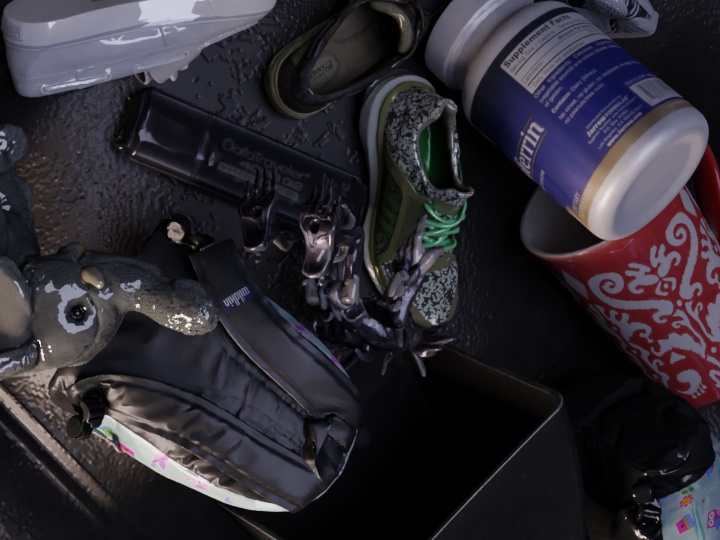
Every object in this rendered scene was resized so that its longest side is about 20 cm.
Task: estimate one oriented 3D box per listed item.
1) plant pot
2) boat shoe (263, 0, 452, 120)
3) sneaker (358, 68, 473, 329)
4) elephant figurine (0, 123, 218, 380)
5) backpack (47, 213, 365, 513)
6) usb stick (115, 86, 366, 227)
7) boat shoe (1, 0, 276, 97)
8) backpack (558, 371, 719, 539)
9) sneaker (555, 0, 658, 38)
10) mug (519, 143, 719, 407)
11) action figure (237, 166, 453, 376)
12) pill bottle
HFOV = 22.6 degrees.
[{"bbox_3d":[0.051,0.189,1.327,0.199,0.200,0.178,-43,127,-19],"label":"plant pot"},{"bbox_3d":[0.019,-0.180,1.320,0.200,0.065,0.073,-46,116,-18],"label":"boat shoe"},{"bbox_3d":[0.049,-0.047,1.340,0.077,0.089,0.201,-17,109,-26],"label":"sneaker"},{"bbox_3d":[-0.217,0.015,1.133,0.141,0.155,0.200,-30,76,-41],"label":"elephant figurine"},{"bbox_3d":[-0.094,0.078,1.236,0.200,0.127,0.167,34,86,-5],"label":"backpack"},{"bbox_3d":[-0.083,-0.074,1.294,0.200,0.033,0.056,21,79,-31],"label":"usb stick"},{"bbox_3d":[-0.147,-0.160,1.227,0.200,0.072,0.069,-20,128,-34],"label":"boat shoe"},{"bbox_3d":[0.235,0.192,1.439,0.126,0.167,0.200,-25,122,-13],"label":"backpack"},{"bbox_3d":[0.173,-0.261,1.393,0.200,0.075,0.115,25,76,-40],"label":"sneaker"},{"bbox_3d":[0.251,-0.007,1.440,0.177,0.133,0.200,-41,119,-3],"label":"mug"},{"bbox_3d":[0.000,0.000,1.257,0.200,0.119,0.102,47,58,-51],"label":"action figure"},{"bbox_3d":[0.147,-0.125,1.319,0.116,0.200,0.116,-36,154,-21],"label":"pill bottle"}]
